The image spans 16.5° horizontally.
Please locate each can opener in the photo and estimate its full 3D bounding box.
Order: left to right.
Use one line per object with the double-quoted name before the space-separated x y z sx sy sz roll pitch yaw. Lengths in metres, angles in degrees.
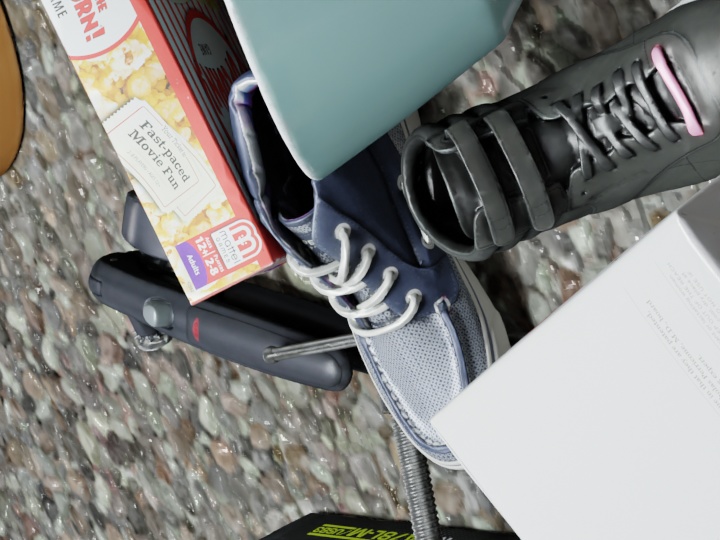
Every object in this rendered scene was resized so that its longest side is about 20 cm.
"can opener" -0.068 0.021 1.267 0.200 0.063 0.079 27 133 43

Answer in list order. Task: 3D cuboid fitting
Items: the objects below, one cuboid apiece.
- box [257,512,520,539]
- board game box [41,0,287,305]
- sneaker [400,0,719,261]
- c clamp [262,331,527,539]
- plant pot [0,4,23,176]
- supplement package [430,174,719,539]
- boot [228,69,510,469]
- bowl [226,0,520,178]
"box" 0.044 0.226 1.271 0.193 0.047 0.200 -2 110 52
"board game box" -0.087 -0.089 1.149 0.200 0.046 0.152 64 -169 -1
"sneaker" 0.091 -0.050 0.961 0.200 0.099 0.071 -24 91 56
"c clamp" 0.049 0.110 1.152 0.171 0.027 0.200 -19 83 35
"plant pot" -0.309 -0.121 1.435 0.200 0.140 0.200 33 136 39
"supplement package" 0.139 0.038 0.926 0.120 0.121 0.200 52 146 5
"boot" 0.000 0.000 1.100 0.073 0.090 0.200 -24 86 34
"bowl" -0.002 -0.146 0.960 0.201 0.105 0.201 -19 -90 -84
